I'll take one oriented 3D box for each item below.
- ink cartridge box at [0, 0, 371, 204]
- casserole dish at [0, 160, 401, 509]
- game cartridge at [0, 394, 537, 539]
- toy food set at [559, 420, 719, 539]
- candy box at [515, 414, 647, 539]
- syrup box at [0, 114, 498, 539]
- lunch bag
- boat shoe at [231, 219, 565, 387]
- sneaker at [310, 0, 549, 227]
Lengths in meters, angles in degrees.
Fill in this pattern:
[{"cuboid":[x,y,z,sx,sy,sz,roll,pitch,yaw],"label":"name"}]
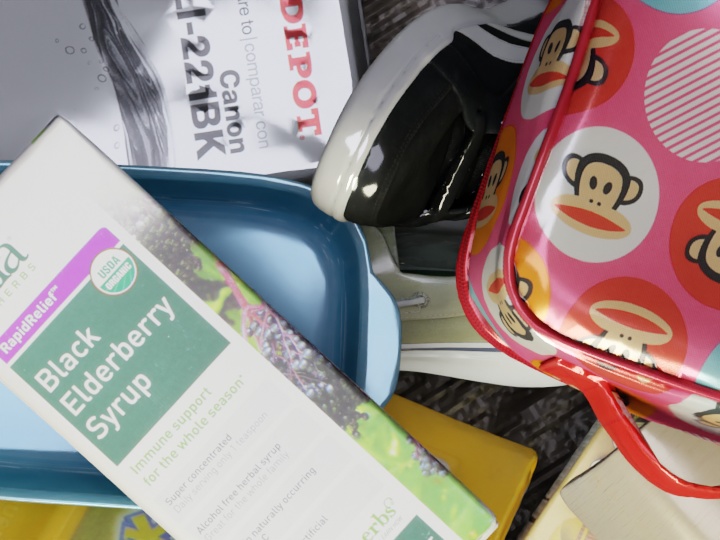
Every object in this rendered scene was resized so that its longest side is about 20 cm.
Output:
[{"cuboid":[-0.098,-0.085,1.109,0.200,0.084,0.144,-9,81,1],"label":"ink cartridge box"},{"cuboid":[-0.085,0.023,1.040,0.200,0.039,0.121,3,90,2],"label":"casserole dish"},{"cuboid":[-0.058,0.098,1.058,0.200,0.032,0.176,22,53,8],"label":"game cartridge"},{"cuboid":[0.192,0.066,1.050,0.200,0.060,0.144,-42,89,-11],"label":"toy food set"},{"cuboid":[0.153,0.066,1.100,0.115,0.055,0.200,34,87,3],"label":"candy box"},{"cuboid":[-0.054,0.044,0.981,0.200,0.081,0.079,43,88,0],"label":"syrup box"},{"cuboid":[0.139,-0.005,0.974,0.200,0.082,0.176,22,79,-10],"label":"lunch bag"},{"cuboid":[0.000,0.000,1.091,0.200,0.072,0.062,2,130,-11],"label":"boat shoe"},{"cuboid":[0.070,-0.044,1.041,0.112,0.200,0.073,31,117,14],"label":"sneaker"}]
